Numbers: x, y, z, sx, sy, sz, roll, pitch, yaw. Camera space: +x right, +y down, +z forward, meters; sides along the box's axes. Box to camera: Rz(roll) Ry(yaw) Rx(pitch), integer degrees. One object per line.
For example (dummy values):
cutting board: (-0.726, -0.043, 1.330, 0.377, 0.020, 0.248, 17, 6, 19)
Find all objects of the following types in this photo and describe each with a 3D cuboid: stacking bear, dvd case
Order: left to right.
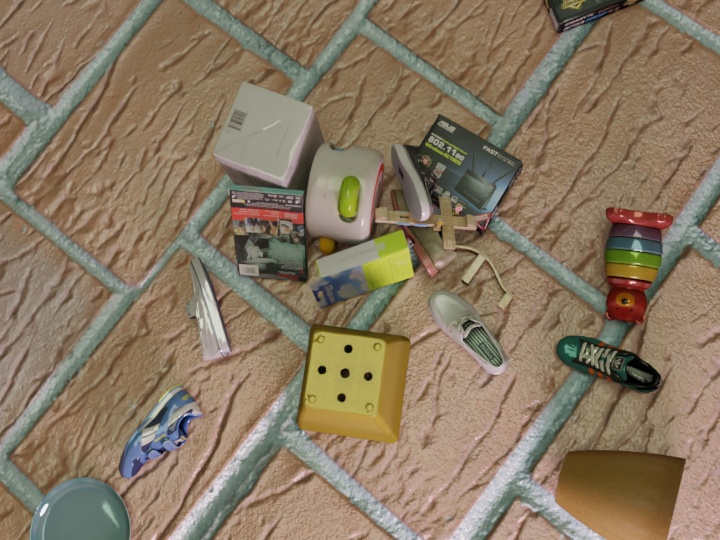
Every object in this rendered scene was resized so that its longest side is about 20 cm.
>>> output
dvd case: (-0.173, -0.069, 1.703, 0.143, 0.203, 0.022, 5, 36, 7)
stacking bear: (0.504, -0.005, 1.657, 0.119, 0.114, 0.204, 8, 89, 17)

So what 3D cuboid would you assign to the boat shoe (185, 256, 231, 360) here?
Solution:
boat shoe: (-0.309, 0.075, 1.731, 0.064, 0.074, 0.203, -18, 75, -3)

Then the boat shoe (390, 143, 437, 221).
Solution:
boat shoe: (0.111, -0.169, 1.656, 0.065, 0.071, 0.202, -8, 40, -11)

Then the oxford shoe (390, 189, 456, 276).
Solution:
oxford shoe: (0.120, -0.084, 1.716, 0.074, 0.070, 0.202, -30, 64, 6)

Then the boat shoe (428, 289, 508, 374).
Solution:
boat shoe: (0.207, 0.108, 1.679, 0.200, 0.067, 0.074, 43, 84, 12)

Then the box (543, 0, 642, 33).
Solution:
box: (0.466, -0.596, 1.820, 0.197, 0.046, 0.162, -20, 77, 1)

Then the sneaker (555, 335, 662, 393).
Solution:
sneaker: (0.459, 0.166, 1.635, 0.197, 0.080, 0.073, 20, 80, 9)

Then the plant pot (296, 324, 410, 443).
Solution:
plant pot: (-0.018, 0.197, 1.625, 0.196, 0.177, 0.204, 7, 78, 6)

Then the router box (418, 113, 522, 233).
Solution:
router box: (0.198, -0.190, 1.747, 0.198, 0.062, 0.151, 31, 82, 11)

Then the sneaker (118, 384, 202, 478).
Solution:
sneaker: (-0.379, 0.316, 1.685, 0.082, 0.074, 0.201, 36, 84, 9)

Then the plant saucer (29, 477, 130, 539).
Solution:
plant saucer: (-0.526, 0.496, 1.682, 0.196, 0.027, 0.205, -1, 78, 5)

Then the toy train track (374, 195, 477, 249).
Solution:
toy train track: (0.124, -0.101, 1.655, 0.196, 0.033, 0.117, 4, 60, -11)

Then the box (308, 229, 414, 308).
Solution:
box: (0.000, 0.000, 1.693, 0.196, 0.122, 0.048, -19, 63, 0)

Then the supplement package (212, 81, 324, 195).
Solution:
supplement package: (-0.171, -0.234, 1.720, 0.148, 0.200, 0.154, 20, 80, 9)

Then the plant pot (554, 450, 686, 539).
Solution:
plant pot: (0.446, 0.391, 1.551, 0.197, 0.186, 0.190, 14, 79, 21)

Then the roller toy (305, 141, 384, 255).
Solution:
roller toy: (-0.034, -0.146, 1.700, 0.137, 0.202, 0.185, 10, 55, 7)

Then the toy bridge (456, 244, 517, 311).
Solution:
toy bridge: (0.220, -0.002, 1.722, 0.199, 0.027, 0.068, 36, 82, 13)
